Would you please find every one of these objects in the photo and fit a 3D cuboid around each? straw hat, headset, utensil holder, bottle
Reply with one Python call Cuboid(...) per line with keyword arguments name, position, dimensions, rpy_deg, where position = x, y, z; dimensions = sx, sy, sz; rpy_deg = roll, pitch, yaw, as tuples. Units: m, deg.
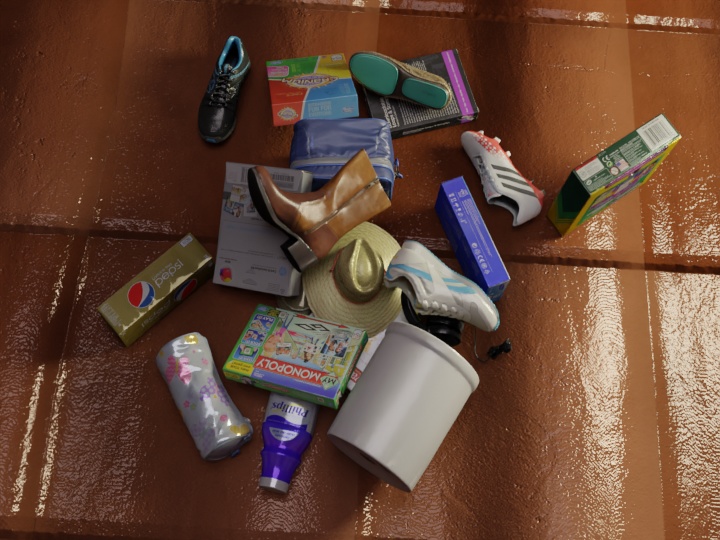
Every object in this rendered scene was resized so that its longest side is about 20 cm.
Cuboid(name="straw hat", position=(0.000, 0.000, 1.448), dimensions=(0.196, 0.085, 0.205), rpy_deg=(3, 72, -9))
Cuboid(name="headset", position=(0.158, 0.073, 1.469), dimensions=(0.200, 0.094, 0.124), rpy_deg=(43, 60, -9))
Cuboid(name="utensil holder", position=(0.063, 0.211, 1.381), dimensions=(0.168, 0.170, 0.202), rpy_deg=(32, 73, 11))
Cuboid(name="bottle", position=(-0.113, 0.245, 1.412), dimensions=(0.082, 0.066, 0.204), rpy_deg=(11, 68, 10))

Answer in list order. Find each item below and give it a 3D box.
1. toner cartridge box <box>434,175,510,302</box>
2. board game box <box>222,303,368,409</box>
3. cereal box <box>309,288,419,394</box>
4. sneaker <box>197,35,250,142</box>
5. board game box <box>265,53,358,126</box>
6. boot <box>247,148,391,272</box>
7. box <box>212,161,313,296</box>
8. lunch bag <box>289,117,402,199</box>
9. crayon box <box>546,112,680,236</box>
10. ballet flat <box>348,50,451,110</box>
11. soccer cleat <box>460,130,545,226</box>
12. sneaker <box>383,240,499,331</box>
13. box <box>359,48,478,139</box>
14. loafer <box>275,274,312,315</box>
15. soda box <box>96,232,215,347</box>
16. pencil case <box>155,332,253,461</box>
Cuboid(name="toner cartridge box", position=(0.187, -0.049, 1.525), dimensions=(0.042, 0.095, 0.203), rpy_deg=(-19, 71, -9))
Cuboid(name="board game box", position=(-0.102, 0.132, 1.413), dimensions=(0.196, 0.029, 0.136), rpy_deg=(12, 52, 21))
Cuboid(name="cereal box", position=(-0.004, 0.090, 1.491), dimensions=(0.143, 0.040, 0.201), rpy_deg=(36, 71, 9))
Cuboid(name="sneaker", position=(-0.253, -0.331, 1.629), dimensions=(0.072, 0.082, 0.204), rpy_deg=(11, 69, 1))
Cuboid(name="board game box", position=(-0.089, -0.325, 1.599), dimensions=(0.150, 0.041, 0.201), rpy_deg=(-8, 35, -5))
Cuboid(name="boot", position=(-0.061, -0.127, 1.402), dimensions=(0.199, 0.068, 0.190), rpy_deg=(-38, 108, -16))
Cuboid(name="box", position=(-0.162, -0.069, 1.478), dimensions=(0.153, 0.041, 0.205), rpy_deg=(8, 93, 27))
Cuboid(name="lunch bag", position=(-0.024, -0.172, 1.543), dimensions=(0.195, 0.136, 0.135), rpy_deg=(0, 72, 1))
Cuboid(name="crayon box", position=(0.428, -0.161, 1.534), dimensions=(0.198, 0.173, 0.059), rpy_deg=(-32, 75, -14))
Cuboid(name="ballet flat", position=(0.073, -0.345, 1.623), dimensions=(0.197, 0.071, 0.065), rpy_deg=(25, 27, 2))
Cuboid(name="soccer cleat", position=(0.239, -0.165, 1.589), dimensions=(0.085, 0.069, 0.200), rpy_deg=(-38, 79, -20))
Cuboid(name="sneaker", position=(0.128, 0.042, 1.414), dimensions=(0.198, 0.077, 0.081), rpy_deg=(35, 70, 11))
Cuboid(name="box", position=(0.105, -0.326, 1.664), dimensions=(0.196, 0.036, 0.146), rpy_deg=(-13, 69, -8))
Cuboid(name="loafer", position=(-0.108, -0.017, 1.513), dimensions=(0.074, 0.068, 0.204), rpy_deg=(0, 68, -7))
Cuboid(name="soda box", position=(-0.336, 0.032, 1.489), dimensions=(0.199, 0.068, 0.064), rpy_deg=(-41, 75, -16))
Cuboid(name="pencil case", position=(-0.248, 0.199, 1.417), dimensions=(0.090, 0.083, 0.202), rpy_deg=(-33, 71, 2))
